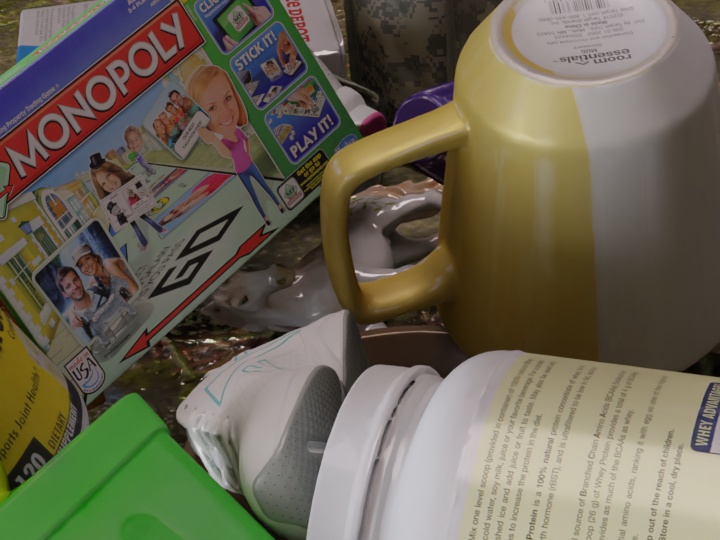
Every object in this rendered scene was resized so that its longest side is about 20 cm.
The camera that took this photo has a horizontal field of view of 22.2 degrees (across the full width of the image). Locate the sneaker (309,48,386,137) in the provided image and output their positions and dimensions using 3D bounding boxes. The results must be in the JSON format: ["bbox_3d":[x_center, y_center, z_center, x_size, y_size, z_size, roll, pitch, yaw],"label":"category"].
[{"bbox_3d":[-0.086,-0.055,0.976,0.199,0.089,0.081,-34,-9,10],"label":"sneaker"}]

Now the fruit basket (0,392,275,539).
[{"bbox_3d":[-0.146,0.126,0.643,0.213,0.156,0.216,8,37,-6],"label":"fruit basket"}]

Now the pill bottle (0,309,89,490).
[{"bbox_3d":[-0.206,0.030,0.722,0.111,0.200,0.113,-25,37,20],"label":"pill bottle"}]

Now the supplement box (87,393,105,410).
[{"bbox_3d":[-0.264,0.014,0.879,0.196,0.134,0.199,-24,27,-29],"label":"supplement box"}]

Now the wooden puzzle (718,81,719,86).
[{"bbox_3d":[0.245,-0.062,0.921,0.183,0.038,0.200,0,14,-18],"label":"wooden puzzle"}]

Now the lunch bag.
[{"bbox_3d":[0.075,-0.180,1.118,0.163,0.202,0.117,-27,36,-33],"label":"lunch bag"}]

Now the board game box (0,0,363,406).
[{"bbox_3d":[-0.099,-0.052,0.836,0.200,0.135,0.029,-44,23,-29],"label":"board game box"}]

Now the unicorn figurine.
[{"bbox_3d":[0.000,0.000,0.956,0.136,0.075,0.200,2,13,14],"label":"unicorn figurine"}]

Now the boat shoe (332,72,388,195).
[{"bbox_3d":[-0.072,-0.105,1.047,0.199,0.071,0.064,22,61,-26],"label":"boat shoe"}]

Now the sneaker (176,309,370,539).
[{"bbox_3d":[-0.035,0.071,0.753,0.080,0.071,0.200,-16,8,5],"label":"sneaker"}]

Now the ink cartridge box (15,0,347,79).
[{"bbox_3d":[-0.113,-0.117,1.158,0.198,0.087,0.147,-7,29,-5],"label":"ink cartridge box"}]

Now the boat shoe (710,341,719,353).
[{"bbox_3d":[0.240,-0.005,0.908,0.198,0.069,0.072,-4,29,3],"label":"boat shoe"}]

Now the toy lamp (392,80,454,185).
[{"bbox_3d":[0.082,-0.069,0.981,0.058,0.059,0.199,13,7,30],"label":"toy lamp"}]

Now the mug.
[{"bbox_3d":[0.091,-0.039,0.828,0.149,0.154,0.186,28,53,31],"label":"mug"}]

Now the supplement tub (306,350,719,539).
[{"bbox_3d":[0.092,0.106,0.650,0.198,0.146,0.145,7,31,18],"label":"supplement tub"}]

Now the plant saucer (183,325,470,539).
[{"bbox_3d":[0.019,0.087,0.826,0.198,0.030,0.201,-5,29,3],"label":"plant saucer"}]
